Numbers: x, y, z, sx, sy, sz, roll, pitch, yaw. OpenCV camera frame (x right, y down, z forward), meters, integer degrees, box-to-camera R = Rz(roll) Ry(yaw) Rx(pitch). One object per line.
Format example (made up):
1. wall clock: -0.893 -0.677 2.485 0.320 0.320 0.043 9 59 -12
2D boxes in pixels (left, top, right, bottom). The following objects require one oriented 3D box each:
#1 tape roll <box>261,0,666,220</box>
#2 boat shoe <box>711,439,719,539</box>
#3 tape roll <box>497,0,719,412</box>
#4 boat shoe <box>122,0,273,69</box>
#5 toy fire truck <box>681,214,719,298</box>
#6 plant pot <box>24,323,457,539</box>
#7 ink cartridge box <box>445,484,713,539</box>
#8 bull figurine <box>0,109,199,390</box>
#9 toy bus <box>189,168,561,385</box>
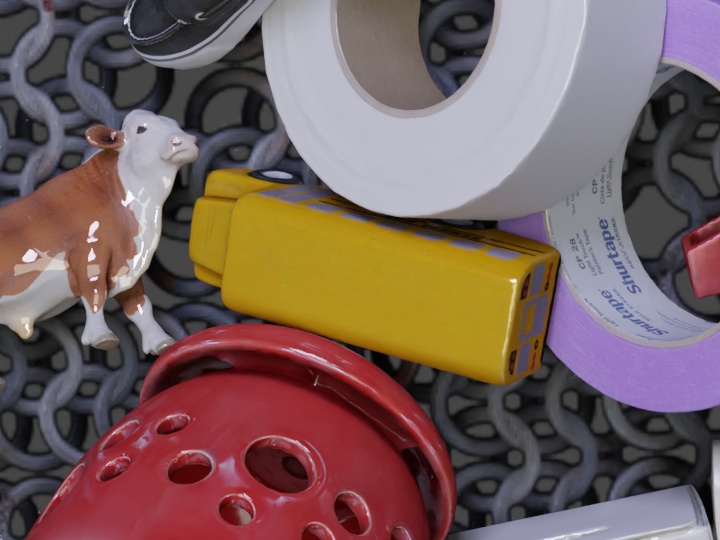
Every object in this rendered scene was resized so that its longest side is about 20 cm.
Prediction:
1. tape roll: 0.046 -0.126 1.003 0.202 0.071 0.204 1 91 41
2. boat shoe: 0.222 0.175 1.057 0.062 0.073 0.201 -13 103 13
3. tape roll: 0.160 -0.035 1.006 0.199 0.065 0.202 9 103 45
4. boat shoe: -0.069 -0.155 1.013 0.199 0.066 0.070 -21 70 49
5. toy fire truck: 0.278 0.017 1.068 0.199 0.049 0.142 -17 97 8
6. plant pot: -0.054 0.140 1.026 0.199 0.183 0.201 16 139 14
7. ink cartridge box: 0.131 0.229 1.100 0.146 0.083 0.201 -12 99 7
8. bull figurine: -0.159 -0.001 1.089 0.199 0.065 0.122 -24 64 16
9. toy bus: 0.000 0.000 1.050 0.199 0.078 0.066 15 105 24
